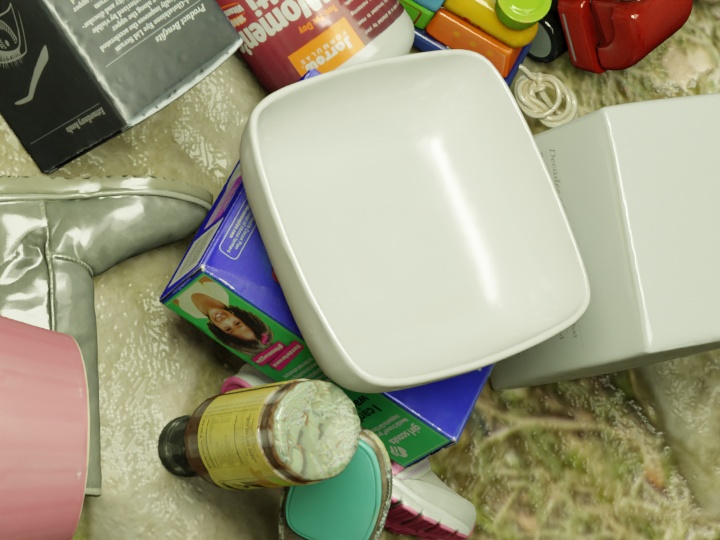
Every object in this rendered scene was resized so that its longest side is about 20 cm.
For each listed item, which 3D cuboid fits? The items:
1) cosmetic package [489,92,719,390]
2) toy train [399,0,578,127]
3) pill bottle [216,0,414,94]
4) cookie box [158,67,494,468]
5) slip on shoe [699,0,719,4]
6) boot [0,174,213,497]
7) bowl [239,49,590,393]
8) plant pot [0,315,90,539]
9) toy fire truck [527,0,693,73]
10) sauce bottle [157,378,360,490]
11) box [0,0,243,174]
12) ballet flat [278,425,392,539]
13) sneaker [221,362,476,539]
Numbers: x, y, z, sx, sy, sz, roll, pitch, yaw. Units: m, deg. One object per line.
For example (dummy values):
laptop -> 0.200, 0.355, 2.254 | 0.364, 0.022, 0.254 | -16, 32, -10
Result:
cosmetic package -> 0.193, -0.019, 1.656 | 0.167, 0.200, 0.167 | -8, 84, -30
toy train -> 0.105, -0.168, 1.664 | 0.200, 0.116, 0.085 | 30, 67, -4
pill bottle -> -0.033, -0.171, 1.614 | 0.110, 0.109, 0.200 | -41, 101, -28
cookie box -> 0.000, 0.000, 1.539 | 0.200, 0.075, 0.171 | 35, 61, -12
slip on shoe -> 0.211, -0.274, 1.799 | 0.200, 0.061, 0.076 | 37, 88, 1
boot -> -0.175, 0.043, 1.518 | 0.181, 0.073, 0.201 | -3, 75, -15
bowl -> 0.024, -0.024, 1.468 | 0.200, 0.075, 0.200 | -16, 78, -34
plant pot -> -0.256, 0.096, 1.378 | 0.178, 0.200, 0.201 | 4, 79, -19
toy fire truck -> 0.204, -0.232, 1.682 | 0.129, 0.200, 0.176 | -38, 126, -29
sauce bottle -> -0.069, 0.104, 1.489 | 0.065, 0.200, 0.065 | 3, 83, -26
box -> -0.193, -0.180, 1.507 | 0.104, 0.148, 0.200 | -40, 101, -29
ballet flat -> -0.018, 0.168, 1.539 | 0.072, 0.072, 0.201 | -7, 126, -29
sneaker -> 0.008, 0.106, 1.600 | 0.200, 0.081, 0.088 | 41, 66, -17
